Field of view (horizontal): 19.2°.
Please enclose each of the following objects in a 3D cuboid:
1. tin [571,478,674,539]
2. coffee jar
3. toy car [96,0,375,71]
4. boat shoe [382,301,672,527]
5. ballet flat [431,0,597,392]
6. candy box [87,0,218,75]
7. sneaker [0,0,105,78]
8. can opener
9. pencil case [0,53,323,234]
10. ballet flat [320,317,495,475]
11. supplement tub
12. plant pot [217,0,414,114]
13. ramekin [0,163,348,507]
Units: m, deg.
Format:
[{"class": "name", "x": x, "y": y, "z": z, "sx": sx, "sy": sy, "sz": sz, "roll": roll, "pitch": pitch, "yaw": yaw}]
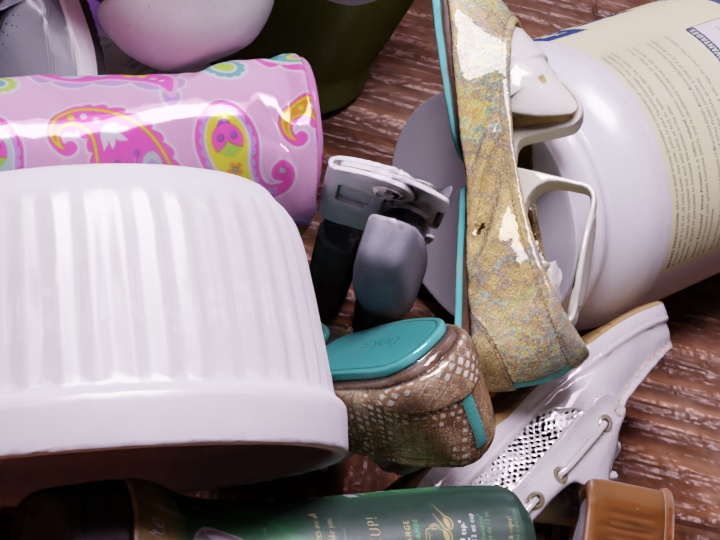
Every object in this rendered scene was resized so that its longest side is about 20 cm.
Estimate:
[{"class": "tin", "x": 0.089, "y": 0.165, "z": 0.814, "sx": 0.042, "sy": 0.112, "sz": 0.200, "roll": 9, "pitch": 36, "yaw": 4}, {"class": "coffee jar", "x": -0.035, "y": 0.132, "z": 0.812, "sx": 0.199, "sy": 0.085, "sz": 0.105, "roll": 4, "pitch": 76, "yaw": -18}, {"class": "toy car", "x": -0.051, "y": -0.196, "z": 0.924, "sx": 0.200, "sy": 0.150, "sz": 0.175, "roll": -22, "pitch": 88, "yaw": -14}, {"class": "boat shoe", "x": 0.081, "y": 0.085, "z": 0.951, "sx": 0.200, "sy": 0.071, "sz": 0.069, "roll": -36, "pitch": 88, "yaw": -34}, {"class": "ballet flat", "x": 0.070, "y": -0.046, "z": 0.936, "sx": 0.071, "sy": 0.071, "sz": 0.201, "roll": 3, "pitch": 73, "yaw": -19}, {"class": "candy box", "x": -0.152, "y": -0.061, "z": 1.032, "sx": 0.200, "sy": 0.072, "sz": 0.168, "roll": 30, "pitch": 39, "yaw": 17}, {"class": "sneaker", "x": -0.202, "y": -0.140, "z": 0.938, "sx": 0.121, "sy": 0.084, "sz": 0.200, "roll": -18, "pitch": 71, "yaw": -53}, {"class": "can opener", "x": 0.000, "y": 0.000, "z": 0.950, "sx": 0.053, "sy": 0.200, "sz": 0.067, "roll": 18, "pitch": 73, "yaw": 0}, {"class": "pencil case", "x": -0.116, "y": -0.050, "z": 0.905, "sx": 0.199, "sy": 0.088, "sz": 0.088, "roll": -3, "pitch": 41, "yaw": -10}, {"class": "ballet flat", "x": -0.012, "y": 0.059, "z": 0.911, "sx": 0.070, "sy": 0.065, "sz": 0.200, "roll": -38, "pitch": 18, "yaw": -24}, {"class": "supplement tub", "x": 0.128, "y": -0.054, "z": 1.075, "sx": 0.200, "sy": 0.145, "sz": 0.145, "roll": -21, "pitch": 51, "yaw": -40}, {"class": "plant pot", "x": -0.038, "y": -0.194, "z": 1.145, "sx": 0.200, "sy": 0.193, "sz": 0.201, "roll": 12, "pitch": 38, "yaw": -9}, {"class": "ramekin", "x": -0.107, "y": 0.028, "z": 0.815, "sx": 0.200, "sy": 0.200, "sz": 0.105, "roll": 0, "pitch": 79, "yaw": -22}]
